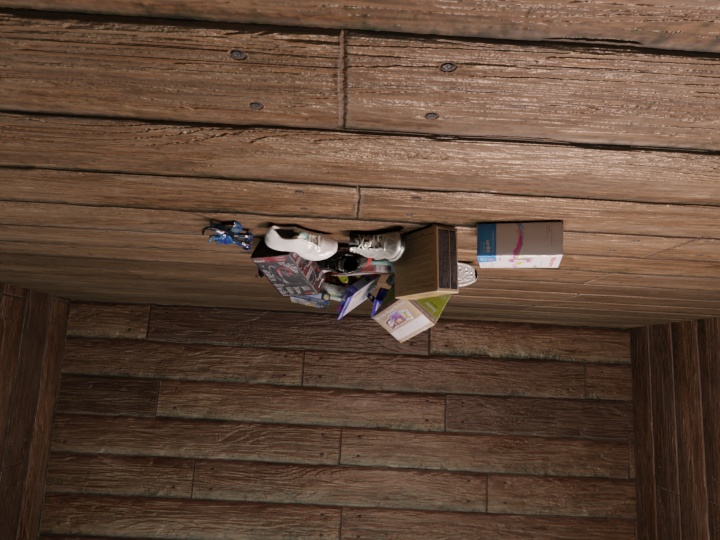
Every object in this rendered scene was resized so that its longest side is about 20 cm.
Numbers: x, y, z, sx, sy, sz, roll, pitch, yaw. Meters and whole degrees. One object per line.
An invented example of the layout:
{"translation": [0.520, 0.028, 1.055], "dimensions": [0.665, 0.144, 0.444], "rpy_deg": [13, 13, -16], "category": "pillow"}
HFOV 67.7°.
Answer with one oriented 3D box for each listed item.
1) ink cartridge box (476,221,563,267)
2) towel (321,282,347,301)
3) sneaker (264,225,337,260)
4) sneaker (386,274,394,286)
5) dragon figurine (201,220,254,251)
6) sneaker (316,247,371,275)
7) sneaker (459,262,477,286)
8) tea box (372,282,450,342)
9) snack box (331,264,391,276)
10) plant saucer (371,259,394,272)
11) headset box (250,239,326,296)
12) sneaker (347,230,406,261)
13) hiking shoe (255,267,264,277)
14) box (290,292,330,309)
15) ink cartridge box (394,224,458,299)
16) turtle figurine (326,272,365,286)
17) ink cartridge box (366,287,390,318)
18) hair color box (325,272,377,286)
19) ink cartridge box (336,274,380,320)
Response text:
{"translation": [0.388, -0.060, 1.310], "dimensions": [0.197, 0.086, 0.144], "rpy_deg": [-1, 169, 16], "category": "ink cartridge box"}
{"translation": [-0.127, 0.072, 1.955], "dimensions": [0.168, 0.049, 0.200], "rpy_deg": [9, 172, 2], "category": "towel"}
{"translation": [-0.150, -0.080, 1.414], "dimensions": [0.197, 0.077, 0.089], "rpy_deg": [7, 158, -16], "category": "sneaker"}
{"translation": [0.138, 0.038, 1.941], "dimensions": [0.087, 0.077, 0.200], "rpy_deg": [7, 172, -4], "category": "sneaker"}
{"translation": [-0.340, -0.094, 1.396], "dimensions": [0.098, 0.060, 0.200], "rpy_deg": [2, 171, 5], "category": "dragon figurine"}
{"translation": [-0.070, -0.028, 1.595], "dimensions": [0.197, 0.072, 0.098], "rpy_deg": [-2, -162, 16], "category": "sneaker"}
{"translation": [0.300, 0.016, 1.818], "dimensions": [0.197, 0.082, 0.146], "rpy_deg": [-3, 177, 15], "category": "sneaker"}
{"translation": [0.170, 0.091, 1.687], "dimensions": [0.133, 0.197, 0.200], "rpy_deg": [41, 145, -7], "category": "tea box"}
{"translation": [0.000, 0.000, 1.685], "dimensions": [0.198, 0.025, 0.071], "rpy_deg": [-5, 175, 43], "category": "snack box"}
{"translation": [0.059, -0.029, 1.717], "dimensions": [0.197, 0.039, 0.201], "rpy_deg": [2, 170, 0], "category": "plant saucer"}
{"translation": [-0.214, -0.016, 1.574], "dimensions": [0.147, 0.076, 0.201], "rpy_deg": [-4, 138, 31], "category": "headset box"}
{"translation": [0.032, -0.064, 1.409], "dimensions": [0.114, 0.077, 0.200], "rpy_deg": [6, 172, -26], "category": "sneaker"}
{"translation": [-0.245, -0.009, 1.772], "dimensions": [0.196, 0.088, 0.074], "rpy_deg": [5, 170, -12], "category": "hiking shoe"}
{"translation": [-0.179, 0.099, 1.902], "dimensions": [0.134, 0.038, 0.200], "rpy_deg": [12, 170, -5], "category": "box"}
{"translation": [0.166, -0.016, 1.386], "dimensions": [0.074, 0.168, 0.199], "rpy_deg": [5, 171, -27], "category": "ink cartridge box"}
{"translation": [-0.049, 0.025, 1.882], "dimensions": [0.196, 0.066, 0.161], "rpy_deg": [-7, 176, -4], "category": "turtle figurine"}
{"translation": [0.116, 0.128, 1.886], "dimensions": [0.197, 0.078, 0.137], "rpy_deg": [12, -162, 6], "category": "ink cartridge box"}
{"translation": [-0.038, 0.030, 2.011], "dimensions": [0.196, 0.062, 0.102], "rpy_deg": [3, 170, -3], "category": "hair color box"}
{"translation": [-0.015, 0.083, 1.870], "dimensions": [0.042, 0.120, 0.199], "rpy_deg": [38, -140, 13], "category": "ink cartridge box"}
